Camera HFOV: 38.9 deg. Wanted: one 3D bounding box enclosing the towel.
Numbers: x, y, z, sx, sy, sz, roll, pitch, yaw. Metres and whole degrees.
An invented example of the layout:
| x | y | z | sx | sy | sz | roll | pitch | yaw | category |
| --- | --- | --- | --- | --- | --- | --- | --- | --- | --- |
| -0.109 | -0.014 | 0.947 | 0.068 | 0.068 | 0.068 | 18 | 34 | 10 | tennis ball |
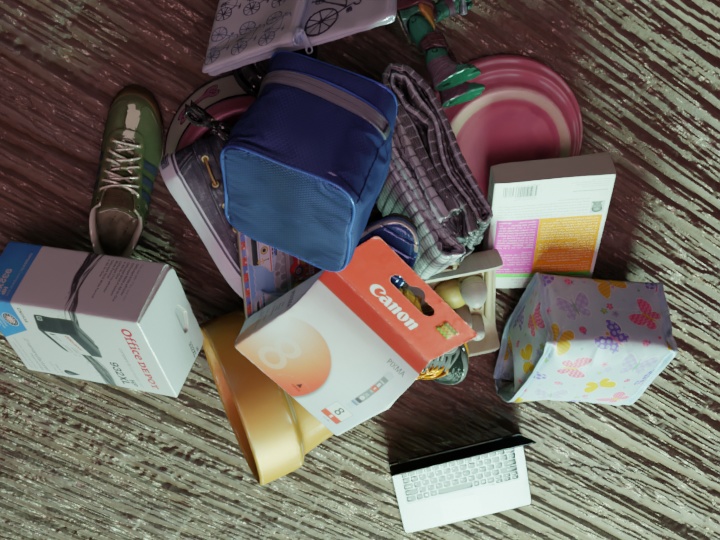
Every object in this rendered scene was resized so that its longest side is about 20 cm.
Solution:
| x | y | z | sx | sy | sz | roll | pitch | yaw | category |
| --- | --- | --- | --- | --- | --- | --- | --- | --- | --- |
| 0.063 | -0.100 | 1.068 | 0.085 | 0.166 | 0.201 | -29 | 84 | -8 | towel |

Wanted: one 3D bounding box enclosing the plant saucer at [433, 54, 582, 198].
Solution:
| x | y | z | sx | sy | sz | roll | pitch | yaw | category |
| --- | --- | --- | --- | --- | --- | --- | --- | --- | --- |
| 0.160 | -0.143 | 1.166 | 0.199 | 0.051 | 0.202 | -3 | 117 | -6 | plant saucer |

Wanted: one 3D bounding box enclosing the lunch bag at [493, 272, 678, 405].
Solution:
| x | y | z | sx | sy | sz | roll | pitch | yaw | category |
| --- | --- | --- | --- | --- | --- | --- | --- | --- | --- |
| 0.268 | 0.097 | 1.264 | 0.169 | 0.128 | 0.200 | 3 | 144 | -8 | lunch bag |

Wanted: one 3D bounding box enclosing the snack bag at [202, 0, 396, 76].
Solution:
| x | y | z | sx | sy | sz | roll | pitch | yaw | category |
| --- | --- | --- | --- | --- | --- | --- | --- | --- | --- |
| -0.049 | -0.272 | 0.963 | 0.199 | 0.189 | 0.021 | -10 | 140 | 22 | snack bag |

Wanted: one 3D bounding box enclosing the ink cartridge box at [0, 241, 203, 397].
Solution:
| x | y | z | sx | sy | sz | roll | pitch | yaw | category |
| --- | --- | --- | --- | --- | --- | --- | --- | --- | --- |
| -0.293 | 0.054 | 1.125 | 0.199 | 0.084 | 0.145 | 8 | 142 | 17 | ink cartridge box |

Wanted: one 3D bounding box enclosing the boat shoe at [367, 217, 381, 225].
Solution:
| x | y | z | sx | sy | sz | roll | pitch | yaw | category |
| --- | --- | --- | --- | --- | --- | --- | --- | --- | --- |
| 0.016 | -0.016 | 1.204 | 0.199 | 0.067 | 0.074 | -17 | 119 | 1 | boat shoe |

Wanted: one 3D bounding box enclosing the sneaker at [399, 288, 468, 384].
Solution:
| x | y | z | sx | sy | sz | roll | pitch | yaw | category |
| --- | --- | --- | --- | --- | --- | --- | --- | --- | --- |
| 0.063 | 0.094 | 1.175 | 0.078 | 0.078 | 0.200 | -20 | 143 | 28 | sneaker |

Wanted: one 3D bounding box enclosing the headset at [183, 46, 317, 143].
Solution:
| x | y | z | sx | sy | sz | roll | pitch | yaw | category |
| --- | --- | --- | --- | --- | --- | --- | --- | --- | --- |
| -0.099 | -0.218 | 1.024 | 0.094 | 0.123 | 0.201 | 26 | 75 | -16 | headset |

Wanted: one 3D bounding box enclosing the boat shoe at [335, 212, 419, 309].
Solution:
| x | y | z | sx | sy | sz | roll | pitch | yaw | category |
| --- | --- | --- | --- | --- | --- | --- | --- | --- | --- |
| 0.000 | 0.000 | 1.069 | 0.072 | 0.073 | 0.200 | 35 | 130 | -8 | boat shoe |

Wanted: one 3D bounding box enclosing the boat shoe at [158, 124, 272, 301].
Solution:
| x | y | z | sx | sy | sz | roll | pitch | yaw | category |
| --- | --- | --- | --- | --- | --- | --- | --- | --- | --- |
| -0.123 | -0.053 | 1.080 | 0.091 | 0.071 | 0.201 | -27 | 117 | 8 | boat shoe |

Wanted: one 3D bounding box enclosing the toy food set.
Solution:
| x | y | z | sx | sy | sz | roll | pitch | yaw | category |
| --- | --- | --- | --- | --- | --- | --- | --- | --- | --- |
| 0.099 | 0.054 | 1.221 | 0.143 | 0.061 | 0.200 | -11 | 145 | -1 | toy food set |

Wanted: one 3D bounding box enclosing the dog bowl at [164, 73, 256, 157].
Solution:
| x | y | z | sx | sy | sz | roll | pitch | yaw | category |
| --- | --- | --- | --- | --- | --- | --- | --- | --- | --- |
| -0.118 | -0.114 | 1.131 | 0.199 | 0.074 | 0.201 | -3 | 117 | -6 | dog bowl |

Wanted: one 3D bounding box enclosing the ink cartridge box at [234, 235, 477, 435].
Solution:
| x | y | z | sx | sy | sz | roll | pitch | yaw | category |
| --- | --- | --- | --- | --- | --- | --- | --- | --- | --- |
| -0.005 | 0.074 | 1.046 | 0.200 | 0.050 | 0.162 | -31 | 115 | 34 | ink cartridge box |

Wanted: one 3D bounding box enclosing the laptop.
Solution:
| x | y | z | sx | sy | sz | roll | pitch | yaw | category |
| --- | --- | --- | --- | --- | --- | --- | --- | --- | --- |
| 0.140 | 0.291 | 1.356 | 0.186 | 0.116 | 0.201 | -13 | 119 | 0 | laptop |

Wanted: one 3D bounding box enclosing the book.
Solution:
| x | y | z | sx | sy | sz | roll | pitch | yaw | category |
| --- | --- | --- | --- | --- | --- | --- | --- | --- | --- |
| 0.210 | -0.051 | 1.176 | 0.133 | 0.048 | 0.200 | -5 | 145 | -2 | book |

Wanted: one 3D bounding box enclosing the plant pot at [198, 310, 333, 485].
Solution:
| x | y | z | sx | sy | sz | roll | pitch | yaw | category |
| --- | --- | --- | --- | --- | --- | --- | --- | --- | --- |
| -0.071 | 0.125 | 1.209 | 0.182 | 0.200 | 0.201 | -21 | 120 | -13 | plant pot |

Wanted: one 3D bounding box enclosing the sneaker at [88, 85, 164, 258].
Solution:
| x | y | z | sx | sy | sz | roll | pitch | yaw | category |
| --- | --- | --- | --- | --- | --- | --- | --- | --- | --- |
| -0.256 | -0.093 | 1.113 | 0.067 | 0.090 | 0.201 | 10 | 116 | -12 | sneaker |

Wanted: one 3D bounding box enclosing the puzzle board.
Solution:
| x | y | z | sx | sy | sz | roll | pitch | yaw | category |
| --- | --- | --- | --- | --- | --- | --- | --- | --- | --- |
| -0.063 | -0.023 | 1.099 | 0.150 | 0.017 | 0.201 | -23 | 124 | -34 | puzzle board |

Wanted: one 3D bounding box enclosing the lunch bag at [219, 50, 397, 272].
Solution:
| x | y | z | sx | sy | sz | roll | pitch | yaw | category |
| --- | --- | --- | --- | --- | --- | --- | --- | --- | --- |
| -0.043 | -0.101 | 0.954 | 0.135 | 0.133 | 0.200 | 23 | 156 | 4 | lunch bag |

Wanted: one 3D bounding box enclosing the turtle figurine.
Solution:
| x | y | z | sx | sy | sz | roll | pitch | yaw | category |
| --- | --- | --- | --- | --- | --- | --- | --- | --- | --- |
| 0.066 | -0.274 | 1.049 | 0.100 | 0.150 | 0.201 | -25 | 80 | 26 | turtle figurine |
